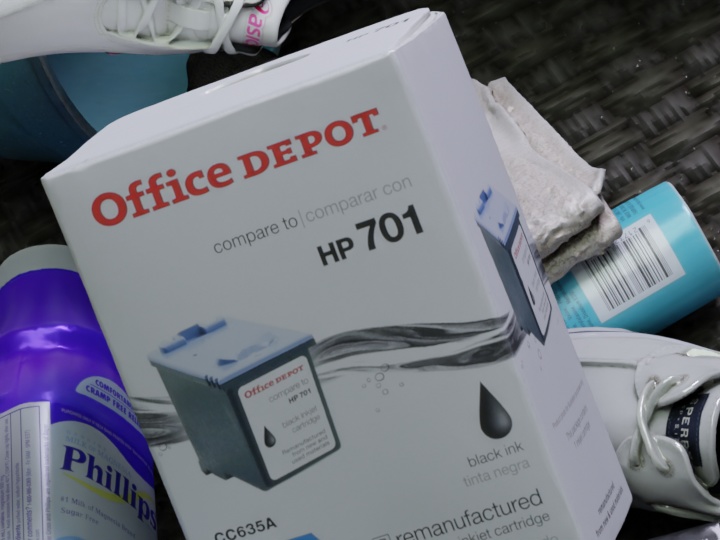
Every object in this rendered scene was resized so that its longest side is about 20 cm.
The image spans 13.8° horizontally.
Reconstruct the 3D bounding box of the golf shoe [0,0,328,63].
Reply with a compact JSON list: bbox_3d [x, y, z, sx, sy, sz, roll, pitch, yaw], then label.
[{"bbox_3d":[-0.070,-0.118,1.129,0.199,0.073,0.092,-23,52,-26],"label":"golf shoe"}]

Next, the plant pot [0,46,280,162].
[{"bbox_3d":[-0.161,-0.138,1.283,0.187,0.200,0.201,-2,55,32],"label":"plant pot"}]

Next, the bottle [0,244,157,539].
[{"bbox_3d":[-0.120,0.081,1.177,0.065,0.084,0.201,-25,48,22],"label":"bottle"}]

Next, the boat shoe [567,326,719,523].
[{"bbox_3d":[0.129,0.063,1.119,0.199,0.066,0.072,14,84,14],"label":"boat shoe"}]

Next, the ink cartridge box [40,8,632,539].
[{"bbox_3d":[-0.007,0.026,1.077,0.146,0.201,0.086,-19,11,18],"label":"ink cartridge box"}]

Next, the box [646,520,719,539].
[{"bbox_3d":[0.062,0.192,1.079,0.199,0.044,0.161,-15,54,4],"label":"box"}]

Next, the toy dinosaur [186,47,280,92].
[{"bbox_3d":[-0.038,-0.055,1.180,0.077,0.102,0.200,-32,35,2],"label":"toy dinosaur"}]

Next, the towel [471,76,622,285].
[{"bbox_3d":[0.000,0.000,1.202,0.200,0.035,0.133,-35,34,-4],"label":"towel"}]

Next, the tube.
[{"bbox_3d":[0.049,0.034,1.191,0.199,0.050,0.078,-29,48,0],"label":"tube"}]
